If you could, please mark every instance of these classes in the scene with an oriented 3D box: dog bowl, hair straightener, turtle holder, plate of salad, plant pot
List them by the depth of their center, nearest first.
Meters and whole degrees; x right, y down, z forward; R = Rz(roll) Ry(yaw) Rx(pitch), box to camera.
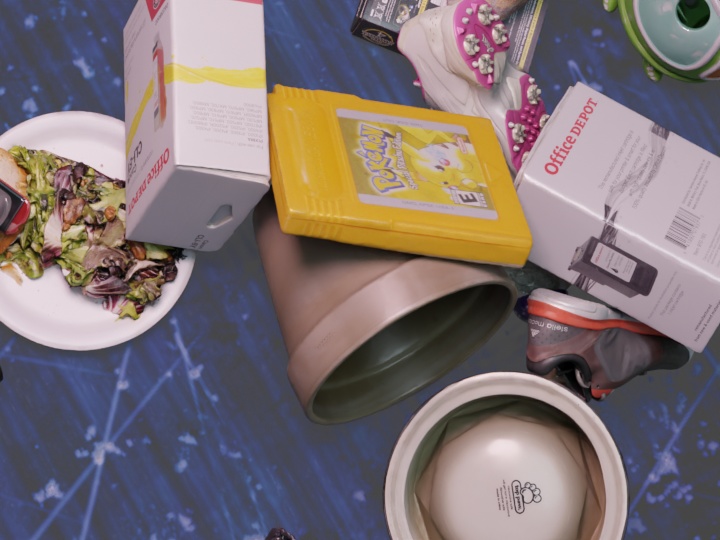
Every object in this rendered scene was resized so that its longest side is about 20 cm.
[{"bbox_3d":[-0.352,-0.101,1.541,0.200,0.077,0.041,42,98,11],"label":"hair straightener"},{"bbox_3d":[0.000,0.000,1.583,0.199,0.200,0.174,-26,69,-18],"label":"plant pot"},{"bbox_3d":[0.120,0.184,1.590,0.198,0.074,0.202,-1,85,7],"label":"dog bowl"},{"bbox_3d":[-0.229,-0.036,1.590,0.198,0.048,0.202,3,76,-14],"label":"plate of salad"},{"bbox_3d":[0.304,-0.263,1.724,0.140,0.132,0.188,-5,91,-19],"label":"turtle holder"}]

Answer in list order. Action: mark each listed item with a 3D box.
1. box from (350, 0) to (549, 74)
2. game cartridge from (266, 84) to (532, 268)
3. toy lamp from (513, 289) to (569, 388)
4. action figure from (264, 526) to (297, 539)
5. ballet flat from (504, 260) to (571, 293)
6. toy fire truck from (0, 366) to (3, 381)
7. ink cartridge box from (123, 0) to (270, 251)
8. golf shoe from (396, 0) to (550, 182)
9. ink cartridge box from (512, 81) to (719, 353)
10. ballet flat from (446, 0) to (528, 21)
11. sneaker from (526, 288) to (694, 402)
[{"bbox_3d":[0.095,-0.276,1.729,0.160,0.049,0.202,19,74,-9],"label":"box"},{"bbox_3d":[0.025,-0.078,1.531,0.198,0.033,0.177,9,36,-18],"label":"game cartridge"},{"bbox_3d":[0.174,0.120,1.659,0.058,0.058,0.202,-7,78,-16],"label":"toy lamp"},{"bbox_3d":[-0.086,0.304,1.525,0.119,0.102,0.201,38,69,-16],"label":"action figure"},{"bbox_3d":[0.108,-0.034,1.669,0.198,0.072,0.072,21,73,-10],"label":"ballet flat"},{"bbox_3d":[-0.352,0.023,1.464,0.128,0.200,0.177,-22,84,-19],"label":"toy fire truck"},{"bbox_3d":[-0.135,-0.137,1.564,0.083,0.145,0.202,6,65,-22],"label":"ink cartridge box"},{"bbox_3d":[0.101,-0.149,1.676,0.076,0.091,0.201,-57,132,-36],"label":"golf shoe"},{"bbox_3d":[0.228,-0.047,1.606,0.199,0.084,0.146,29,45,6],"label":"ink cartridge box"},{"bbox_3d":[0.155,-0.283,1.687,0.200,0.067,0.068,-42,95,-21],"label":"ballet flat"},{"bbox_3d":[0.201,0.071,1.632,0.199,0.077,0.083,15,90,-41],"label":"sneaker"}]
